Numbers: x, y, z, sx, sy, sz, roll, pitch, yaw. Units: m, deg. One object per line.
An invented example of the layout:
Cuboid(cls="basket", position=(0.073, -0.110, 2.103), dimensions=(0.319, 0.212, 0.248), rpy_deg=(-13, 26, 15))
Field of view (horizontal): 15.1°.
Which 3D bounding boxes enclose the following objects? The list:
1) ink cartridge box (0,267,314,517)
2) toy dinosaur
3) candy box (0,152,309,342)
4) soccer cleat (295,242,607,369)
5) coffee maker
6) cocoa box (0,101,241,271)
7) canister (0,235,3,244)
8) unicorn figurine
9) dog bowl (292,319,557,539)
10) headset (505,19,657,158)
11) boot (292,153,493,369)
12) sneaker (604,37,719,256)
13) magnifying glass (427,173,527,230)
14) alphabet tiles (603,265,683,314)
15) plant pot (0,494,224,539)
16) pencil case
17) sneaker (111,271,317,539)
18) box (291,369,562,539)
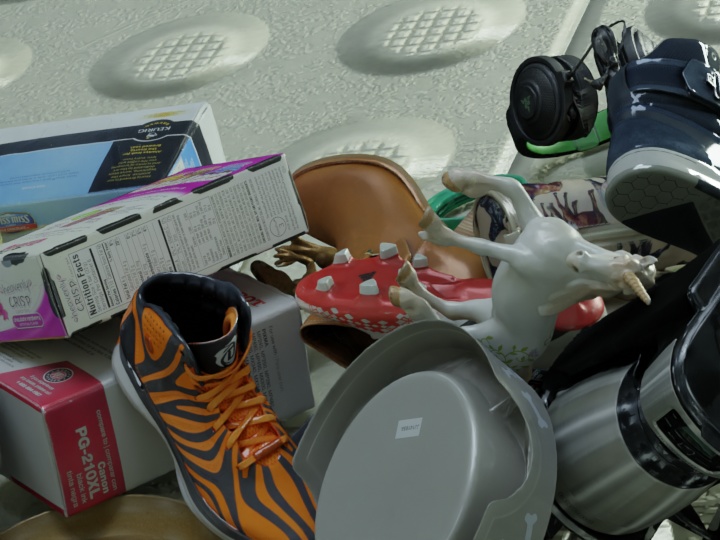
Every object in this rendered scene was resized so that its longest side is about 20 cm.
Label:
Cuboid(cls="ink cartridge box", position=(-0.151, 0.073, 1.823), dimensions=(0.199, 0.085, 0.145), rpy_deg=(-22, 25, -28))
Cuboid(cls="toy dinosaur", position=(-0.004, 0.011, 1.924), dimensions=(0.199, 0.061, 0.106), rpy_deg=(-6, 17, -37))
Cuboid(cls="candy box", position=(-0.153, -0.014, 1.807), dimensions=(0.199, 0.061, 0.136), rpy_deg=(-23, 10, -32))
Cuboid(cls="soccer cleat", position=(0.056, 0.036, 1.695), dimensions=(0.199, 0.086, 0.069), rpy_deg=(3, 29, 14))
Cuboid(cls="coffee maker", position=(0.195, 0.049, 1.555), dimensions=(0.200, 0.134, 0.193), rpy_deg=(-38, 35, 59))
Cuboid(cls="cocoa box", position=(-0.202, -0.028, 2.008), dimensions=(0.199, 0.134, 0.131), rpy_deg=(-6, 29, 17))
Cuboid(cls="canister", position=(-0.311, 0.017, 1.911), dimensions=(0.148, 0.201, 0.087), rpy_deg=(-11, 28, 9))
Cuboid(cls="unicorn figurine", position=(0.094, 0.005, 1.586), dimensions=(0.137, 0.200, 0.074), rpy_deg=(27, 60, 3))
Cuboid(cls="dog bowl", position=(0.035, 0.132, 1.571), dimensions=(0.200, 0.059, 0.201), rpy_deg=(-32, 45, 39))
Cuboid(cls="headset", position=(0.173, -0.122, 1.977), dimensions=(0.123, 0.200, 0.094), rpy_deg=(-18, 71, -6))
Cuboid(cls="boot", position=(0.000, 0.000, 1.804), dimensions=(0.199, 0.074, 0.155), rpy_deg=(14, 44, 31))
Cuboid(cls="sneaker", position=(0.236, -0.062, 1.705), dimensions=(0.077, 0.202, 0.147), rpy_deg=(-42, 30, 33))
Cuboid(cls="magnifying glass", position=(0.113, -0.041, 1.956), dimensions=(0.079, 0.022, 0.200), rpy_deg=(-27, 21, -23))
Cuboid(cls="alphabet tiles", position=(0.208, 0.007, 1.795), dimensions=(0.195, 0.015, 0.200), rpy_deg=(-14, 18, -31))
Cuboid(cls="plant pot", position=(-0.175, 0.207, 1.683), dimensions=(0.199, 0.028, 0.200), rpy_deg=(-13, 28, 7))
Cuboid(cls="pencil case", position=(0.168, -0.029, 1.758), dimensions=(0.199, 0.078, 0.089), rpy_deg=(-9, -2, -22))
Cuboid(cls="sneaker", position=(-0.083, 0.085, 1.671), dimensions=(0.077, 0.112, 0.200), rpy_deg=(-33, 70, -30))
Cuboid(cls="box", position=(0.082, 0.088, 1.745), dimensions=(0.198, 0.050, 0.200), rpy_deg=(8, 35, 36))
